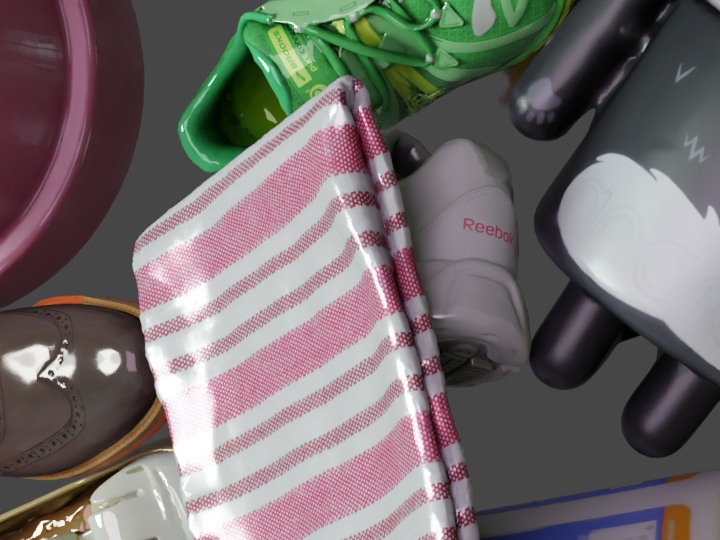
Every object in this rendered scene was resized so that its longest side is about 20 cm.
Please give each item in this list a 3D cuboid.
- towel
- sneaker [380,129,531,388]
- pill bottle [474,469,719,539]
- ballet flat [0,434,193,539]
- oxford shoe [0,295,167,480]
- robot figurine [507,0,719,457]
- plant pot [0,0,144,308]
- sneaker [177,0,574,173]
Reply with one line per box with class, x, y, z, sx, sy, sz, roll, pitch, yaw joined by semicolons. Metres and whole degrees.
towel;-0.024;0.048;0.992;0.146;0.030;0.200;-35;62;47
sneaker;0.000;0.000;1.067;0.200;0.078;0.099;-14;61;51
pill bottle;0.054;0.143;1.042;0.200;0.112;0.112;-12;83;21
ballet flat;-0.107;0.114;1.127;0.200;0.063;0.069;-26;80;16
oxford shoe;-0.158;0.052;1.117;0.200;0.073;0.071;-13;83;35
robot figurine;0.142;-0.031;1.015;0.200;0.150;0.125;-55;33;9
plant pot;-0.211;-0.078;1.113;0.200;0.179;0.200;-1;87;21
sneaker;0.006;-0.084;1.053;0.200;0.084;0.074;-37;89;43
